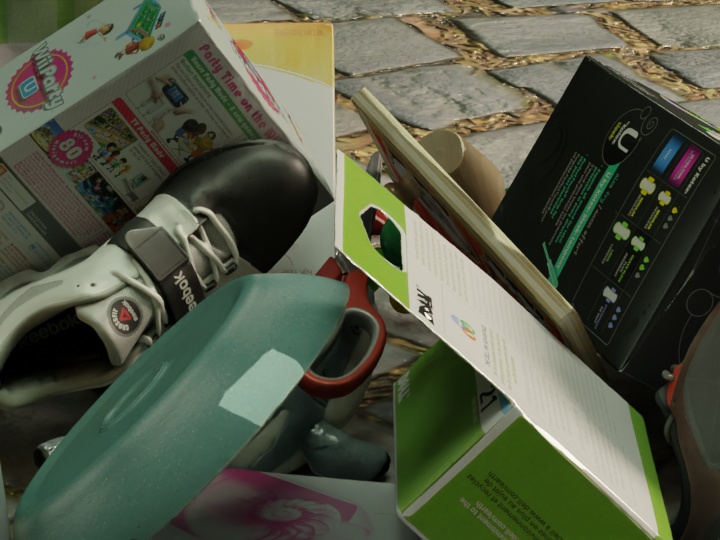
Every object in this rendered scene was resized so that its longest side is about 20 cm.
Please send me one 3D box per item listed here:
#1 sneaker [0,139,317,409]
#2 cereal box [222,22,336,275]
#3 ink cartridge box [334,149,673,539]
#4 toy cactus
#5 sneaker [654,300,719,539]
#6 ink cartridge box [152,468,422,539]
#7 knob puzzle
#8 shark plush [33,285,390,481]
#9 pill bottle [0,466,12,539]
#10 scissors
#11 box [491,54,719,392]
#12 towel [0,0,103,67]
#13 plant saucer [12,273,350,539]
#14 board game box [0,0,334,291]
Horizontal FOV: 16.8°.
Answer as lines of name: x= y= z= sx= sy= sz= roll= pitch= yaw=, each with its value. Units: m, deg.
sneaker: x=-0.104 y=0.011 z=1.203 sx=0.199 sy=0.074 sz=0.089 roll=-33 pitch=21 yaw=4
cereal box: x=-0.084 y=-0.039 z=1.360 sx=0.143 sy=0.201 sz=0.040 roll=-1 pitch=-19 yaw=-1
ink cartridge box: x=0.039 y=0.054 z=1.082 sx=0.200 sy=0.076 sz=0.148 roll=42 pitch=15 yaw=-13
toy cactus: x=0.075 y=-0.035 z=1.393 sx=0.199 sy=0.165 sz=0.103 roll=-1 pitch=64 yaw=22
sneaker: x=0.172 y=0.042 z=1.128 sx=0.081 sy=0.201 sz=0.077 roll=4 pitch=-11 yaw=36
ink cartridge box: x=-0.064 y=0.143 z=1.063 sx=0.198 sy=0.044 sz=0.197 roll=4 pitch=21 yaw=8
knob puzzle: x=0.067 y=0.014 z=1.263 sx=0.030 sy=0.220 sz=0.220 roll=-40 pitch=28 yaw=-4
shark plush: x=-0.076 y=0.064 z=1.213 sx=0.199 sy=0.084 sz=0.091 roll=-10 pitch=22 yaw=-24
pill bottle: x=-0.210 y=0.060 z=1.048 sx=0.103 sy=0.201 sz=0.104 roll=-4 pitch=19 yaw=2
scissors: x=0.000 y=0.000 z=1.245 sx=0.073 sy=0.014 sz=0.200 roll=22 pitch=37 yaw=13
box: x=0.179 y=-0.005 z=1.266 sx=0.148 sy=0.125 sz=0.200 roll=26 pitch=9 yaw=-25
towel: x=-0.208 y=-0.075 z=1.423 sx=0.148 sy=0.201 sz=0.031 roll=-7 pitch=25 yaw=-16
plant saucer: x=-0.087 y=0.065 z=1.058 sx=0.200 sy=0.036 sz=0.200 roll=-43 pitch=10 yaw=9
board game box: x=-0.136 y=-0.044 z=1.254 sx=0.199 sy=0.148 sz=0.064 roll=-32 pitch=43 yaw=6
